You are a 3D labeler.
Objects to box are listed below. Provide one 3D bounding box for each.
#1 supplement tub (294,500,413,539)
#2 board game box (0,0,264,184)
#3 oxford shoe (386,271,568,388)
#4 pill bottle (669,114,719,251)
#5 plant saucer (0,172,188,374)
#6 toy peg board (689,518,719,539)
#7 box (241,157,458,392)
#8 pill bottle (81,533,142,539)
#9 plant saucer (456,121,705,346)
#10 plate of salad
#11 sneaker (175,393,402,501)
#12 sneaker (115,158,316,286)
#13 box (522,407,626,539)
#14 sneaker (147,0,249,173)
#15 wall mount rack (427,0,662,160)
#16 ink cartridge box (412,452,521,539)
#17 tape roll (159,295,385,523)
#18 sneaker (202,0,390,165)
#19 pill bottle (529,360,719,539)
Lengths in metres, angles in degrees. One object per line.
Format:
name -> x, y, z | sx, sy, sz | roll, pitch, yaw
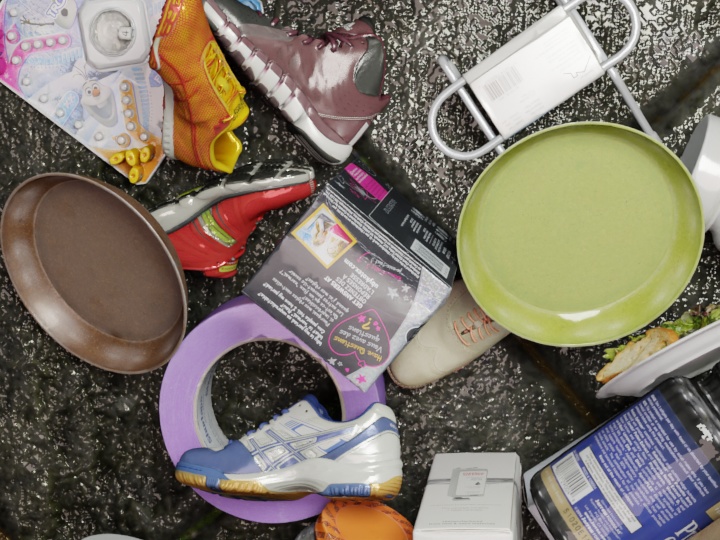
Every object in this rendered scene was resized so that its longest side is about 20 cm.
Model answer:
supplement tub -> -0.023, 0.308, 1.196 | 0.122, 0.123, 0.201 | 24, 113, 2
board game box -> -0.220, -0.211, 1.196 | 0.199, 0.026, 0.200 | 37, 102, -1
oxford shoe -> 0.101, 0.037, 1.179 | 0.200, 0.074, 0.071 | -40, 93, 11
pill bottle -> 0.362, -0.050, 1.117 | 0.199, 0.113, 0.114 | 21, 101, 3
plant saucer -> -0.229, -0.001, 1.192 | 0.199, 0.034, 0.202 | 15, 125, 23
toy peg board -> 0.341, 0.295, 1.093 | 0.198, 0.098, 0.201 | 26, 100, -2
box -> 0.000, 0.000, 1.119 | 0.132, 0.200, 0.115 | 40, 103, -2
pill bottle -> -0.239, 0.355, 1.248 | 0.113, 0.114, 0.202 | 14, 101, 3
plant saucer -> 0.176, -0.032, 1.091 | 0.198, 0.031, 0.201 | 0, 119, 0
plate of salad -> 0.279, 0.052, 1.108 | 0.199, 0.200, 0.048 | -28, 74, 10
sneaker -> -0.061, 0.152, 1.162 | 0.198, 0.075, 0.089 | -1, 76, 10
sneaker -> -0.120, -0.038, 1.197 | 0.199, 0.077, 0.085 | -21, 102, 20
box -> 0.267, 0.226, 1.184 | 0.176, 0.097, 0.201 | -33, 96, 8
sneaker -> -0.128, -0.159, 1.110 | 0.077, 0.201, 0.073 | 14, 60, 10
wall mount rack -> 0.162, -0.142, 1.147 | 0.199, 0.075, 0.174 | -33, 91, 10
ink cartridge box -> 0.096, 0.254, 1.153 | 0.082, 0.200, 0.148 | -1, 100, 8
tape roll -> -0.078, 0.121, 1.218 | 0.198, 0.066, 0.202 | 1, 100, 7
sneaker -> -0.051, -0.196, 1.154 | 0.116, 0.076, 0.200 | -44, 110, -5
pill bottle -> 0.241, 0.155, 1.069 | 0.199, 0.112, 0.112 | -37, 94, 10
